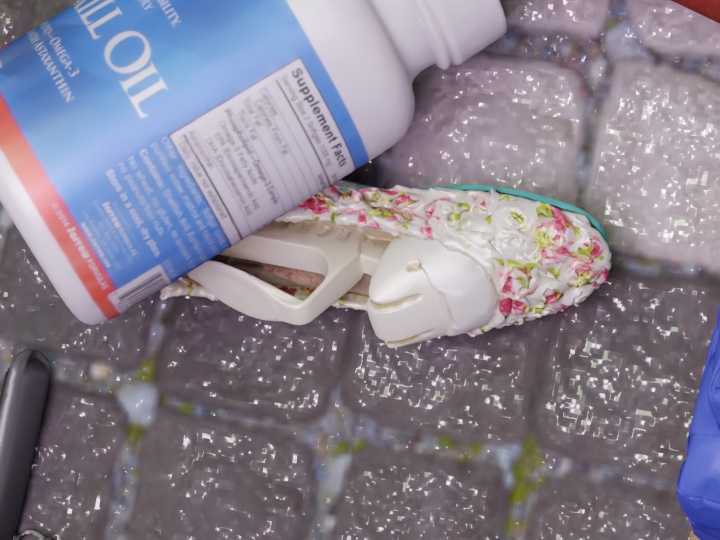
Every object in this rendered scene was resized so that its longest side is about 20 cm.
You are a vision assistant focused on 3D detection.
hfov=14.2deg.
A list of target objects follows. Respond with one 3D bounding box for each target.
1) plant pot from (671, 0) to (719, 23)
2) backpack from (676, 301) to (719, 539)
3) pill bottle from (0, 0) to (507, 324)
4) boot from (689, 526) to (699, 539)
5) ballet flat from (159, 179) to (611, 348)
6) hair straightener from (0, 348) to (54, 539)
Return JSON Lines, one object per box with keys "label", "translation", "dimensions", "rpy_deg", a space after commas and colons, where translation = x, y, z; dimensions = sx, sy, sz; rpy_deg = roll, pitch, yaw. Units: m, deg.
{"label": "plant pot", "translation": [0.196, -0.154, 1.076], "dimensions": [0.195, 0.201, 0.201], "rpy_deg": [32, 90, 11]}
{"label": "backpack", "translation": [0.218, 0.041, 0.974], "dimensions": [0.200, 0.168, 0.163], "rpy_deg": [12, 80, 14]}
{"label": "pill bottle", "translation": [-0.049, -0.075, 1.111], "dimensions": [0.200, 0.112, 0.112], "rpy_deg": [-32, 73, -4]}
{"label": "boot", "translation": [0.222, 0.035, 1.104], "dimensions": [0.200, 0.072, 0.166], "rpy_deg": [-7, 66, 16]}
{"label": "ballet flat", "translation": [0.000, 0.000, 1.156], "dimensions": [0.200, 0.076, 0.064], "rpy_deg": [7, 46, 25]}
{"label": "hair straightener", "translation": [-0.149, 0.130, 1.196], "dimensions": [0.077, 0.041, 0.200], "rpy_deg": [4, 81, 17]}
